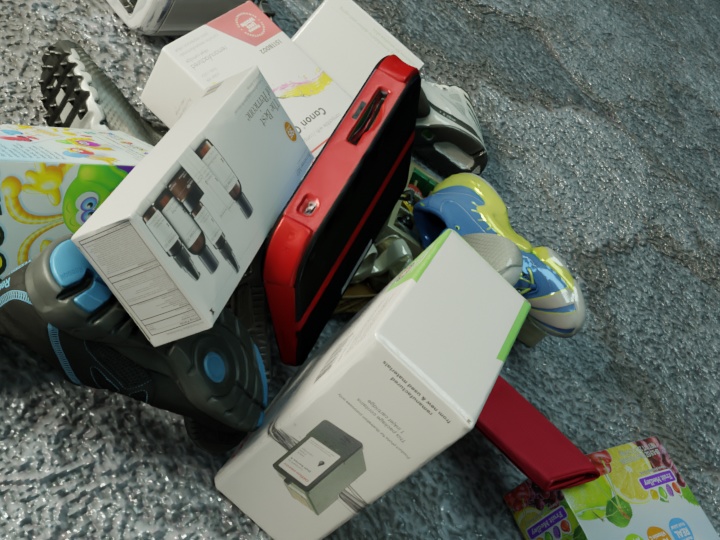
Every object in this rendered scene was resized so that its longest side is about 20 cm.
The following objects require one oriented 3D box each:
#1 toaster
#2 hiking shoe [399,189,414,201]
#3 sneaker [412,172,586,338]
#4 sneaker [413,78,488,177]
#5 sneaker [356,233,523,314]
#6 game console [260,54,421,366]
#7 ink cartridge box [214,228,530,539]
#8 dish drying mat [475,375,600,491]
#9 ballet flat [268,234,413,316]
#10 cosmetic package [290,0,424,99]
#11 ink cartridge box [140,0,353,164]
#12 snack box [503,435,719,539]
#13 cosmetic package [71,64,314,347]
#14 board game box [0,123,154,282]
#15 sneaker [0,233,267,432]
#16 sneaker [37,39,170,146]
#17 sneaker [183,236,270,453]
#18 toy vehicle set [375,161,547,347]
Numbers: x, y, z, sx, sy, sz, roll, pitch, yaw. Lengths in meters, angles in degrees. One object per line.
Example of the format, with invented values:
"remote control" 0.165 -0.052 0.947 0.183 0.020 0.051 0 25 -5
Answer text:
"toaster" -0.187 -0.307 0.947 0.129 0.114 0.200 -20 70 -45
"hiking shoe" -0.051 -0.108 0.890 0.200 0.087 0.074 33 38 -12
"sneaker" 0.121 -0.003 0.921 0.105 0.076 0.200 -22 62 -37
"sneaker" 0.062 -0.193 1.099 0.200 0.076 0.115 38 28 -18
"sneaker" 0.062 0.040 0.757 0.080 0.200 0.070 34 42 -19
"game console" -0.012 -0.042 0.709 0.031 0.177 0.200 26 64 10
"ink cartridge box" 0.007 0.085 0.662 0.084 0.200 0.146 43 37 -3
"dish drying mat" 0.110 0.114 0.817 0.077 0.018 0.200 -3 33 -41
"ballet flat" 0.000 0.000 0.842 0.200 0.072 0.068 -4 56 -44
"cosmetic package" -0.010 -0.184 0.926 0.108 0.085 0.200 41 0 -3
"ink cartridge box" -0.064 -0.114 0.790 0.200 0.067 0.116 44 47 1
"snack box" 0.238 0.251 0.811 0.169 0.068 0.200 -4 57 -41
"cosmetic package" -0.094 -0.049 0.608 0.083 0.051 0.200 59 30 -25
"board game box" -0.226 -0.035 0.623 0.200 0.103 0.105 -3 21 -43
"sneaker" -0.139 0.048 0.610 0.200 0.082 0.073 42 38 -37
"sneaker" -0.189 -0.102 0.785 0.090 0.066 0.200 -15 68 -51
"sneaker" -0.107 0.027 0.715 0.060 0.104 0.200 7 88 -27
"toy vehicle set" 0.114 -0.019 0.998 0.200 0.027 0.124 33 38 -11
